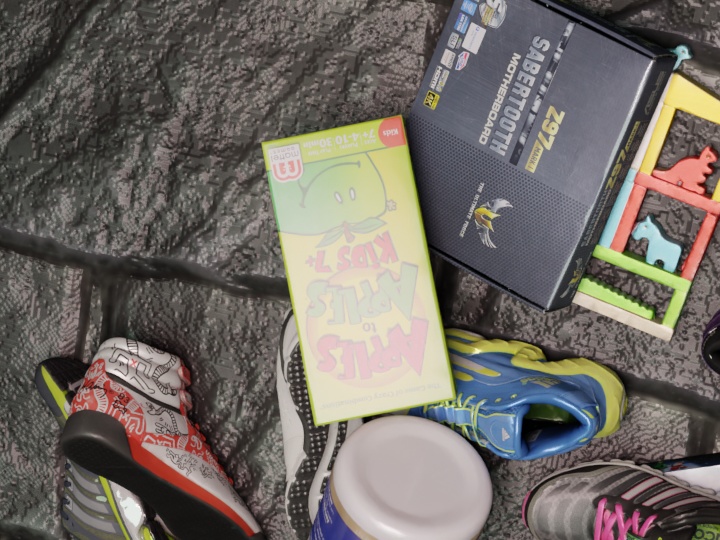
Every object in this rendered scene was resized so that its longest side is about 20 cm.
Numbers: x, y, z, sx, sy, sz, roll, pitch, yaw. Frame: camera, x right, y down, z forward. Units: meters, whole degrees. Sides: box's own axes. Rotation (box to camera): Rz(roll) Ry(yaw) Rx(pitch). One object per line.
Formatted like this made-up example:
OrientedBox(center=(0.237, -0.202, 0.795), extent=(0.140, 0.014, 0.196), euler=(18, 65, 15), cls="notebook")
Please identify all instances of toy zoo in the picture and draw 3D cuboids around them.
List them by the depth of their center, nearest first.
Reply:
OrientedBox(center=(0.196, -0.065, 1.519), extent=(0.131, 0.020, 0.201), euler=(23, 107, 11), cls="toy zoo")

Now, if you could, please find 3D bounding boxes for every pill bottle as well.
OrientedBox(center=(0.017, 0.208, 1.548), extent=(0.115, 0.116, 0.200), euler=(26, 135, 9), cls="pill bottle")

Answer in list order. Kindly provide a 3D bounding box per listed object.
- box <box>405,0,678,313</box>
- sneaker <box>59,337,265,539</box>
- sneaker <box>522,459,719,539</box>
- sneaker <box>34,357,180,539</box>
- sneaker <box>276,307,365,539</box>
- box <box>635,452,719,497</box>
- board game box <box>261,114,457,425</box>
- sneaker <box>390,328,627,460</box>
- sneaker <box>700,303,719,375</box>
OrientedBox(center=(0.112, -0.093, 1.504), extent=(0.157, 0.051, 0.201), euler=(30, 110, 22), cls="box")
OrientedBox(center=(-0.135, 0.133, 1.631), extent=(0.067, 0.108, 0.201), euler=(-21, 131, 40), cls="sneaker")
OrientedBox(center=(0.207, 0.184, 1.492), extent=(0.199, 0.087, 0.074), euler=(11, 103, 14), cls="sneaker")
OrientedBox(center=(-0.207, 0.162, 1.658), extent=(0.081, 0.074, 0.201), euler=(-26, 92, 22), cls="sneaker")
OrientedBox(center=(-0.026, 0.114, 1.604), extent=(0.073, 0.080, 0.201), euler=(-5, 117, -11), cls="sneaker")
OrientedBox(center=(0.244, 0.206, 1.553), extent=(0.199, 0.038, 0.137), euler=(-10, 98, 18), cls="box")
OrientedBox(center=(0.000, 0.000, 1.499), extent=(0.101, 0.048, 0.201), euler=(-11, 89, 3), cls="board game box")
OrientedBox(center=(0.089, 0.090, 1.538), extent=(0.199, 0.105, 0.076), euler=(2, 102, 15), cls="sneaker")
OrientedBox(center=(0.333, 0.069, 1.472), extent=(0.199, 0.088, 0.076), euler=(6, 103, 14), cls="sneaker")
